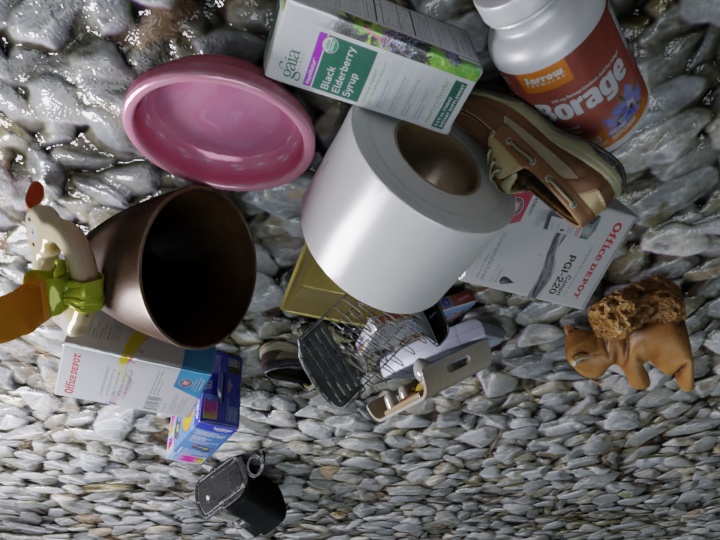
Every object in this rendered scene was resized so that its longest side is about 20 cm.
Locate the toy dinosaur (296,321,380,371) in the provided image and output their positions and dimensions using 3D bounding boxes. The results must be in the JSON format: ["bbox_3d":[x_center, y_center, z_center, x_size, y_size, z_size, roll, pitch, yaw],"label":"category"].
[{"bbox_3d":[-0.016,0.119,0.974,0.087,0.048,0.199,-18,140,38],"label":"toy dinosaur"}]

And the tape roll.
[{"bbox_3d":[0.050,-0.075,0.634,0.200,0.205,0.140,17,136,-22],"label":"tape roll"}]

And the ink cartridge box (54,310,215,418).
[{"bbox_3d":[-0.327,0.107,0.860,0.197,0.148,0.147,17,136,-22],"label":"ink cartridge box"}]

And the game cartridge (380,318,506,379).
[{"bbox_3d":[0.136,0.134,0.973,0.198,0.042,0.133,-27,153,25],"label":"game cartridge"}]

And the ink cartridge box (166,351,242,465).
[{"bbox_3d":[-0.270,0.237,1.021,0.075,0.138,0.200,20,134,-29],"label":"ink cartridge box"}]

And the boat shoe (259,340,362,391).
[{"bbox_3d":[-0.086,0.181,1.023,0.197,0.066,0.072,20,133,-26],"label":"boat shoe"}]

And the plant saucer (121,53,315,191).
[{"bbox_3d":[-0.145,-0.156,0.612,0.196,0.052,0.201,2,157,1],"label":"plant saucer"}]

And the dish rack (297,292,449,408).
[{"bbox_3d":[0.016,0.086,0.763,0.199,0.054,0.155,-41,122,-18],"label":"dish rack"}]

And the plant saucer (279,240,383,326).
[{"bbox_3d":[0.000,0.000,0.835,0.197,0.049,0.201,12,136,-16],"label":"plant saucer"}]

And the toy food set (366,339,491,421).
[{"bbox_3d":[0.107,0.176,0.944,0.142,0.061,0.200,-18,164,-33],"label":"toy food set"}]

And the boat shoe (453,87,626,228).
[{"bbox_3d":[0.162,-0.114,0.580,0.074,0.199,0.076,-51,151,0],"label":"boat shoe"}]

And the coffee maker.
[{"bbox_3d":[-0.260,0.540,1.373,0.189,0.136,0.201,-19,138,17],"label":"coffee maker"}]

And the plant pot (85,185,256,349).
[{"bbox_3d":[-0.265,-0.006,0.725,0.197,0.189,0.188,2,145,31],"label":"plant pot"}]

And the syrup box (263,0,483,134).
[{"bbox_3d":[0.010,-0.213,0.565,0.197,0.082,0.079,12,136,-19],"label":"syrup box"}]

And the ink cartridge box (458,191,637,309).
[{"bbox_3d":[0.224,-0.046,0.740,0.197,0.085,0.148,12,117,-19],"label":"ink cartridge box"}]

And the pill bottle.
[{"bbox_3d":[0.193,-0.209,0.557,0.111,0.114,0.199,-29,133,27],"label":"pill bottle"}]

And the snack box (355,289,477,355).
[{"bbox_3d":[0.088,0.078,0.883,0.197,0.025,0.072,-12,147,-32],"label":"snack box"}]

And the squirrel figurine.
[{"bbox_3d":[0.424,0.099,0.937,0.183,0.143,0.202,-8,126,22],"label":"squirrel figurine"}]

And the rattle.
[{"bbox_3d":[-0.386,-0.012,0.643,0.142,0.201,0.131,-27,162,-35],"label":"rattle"}]
